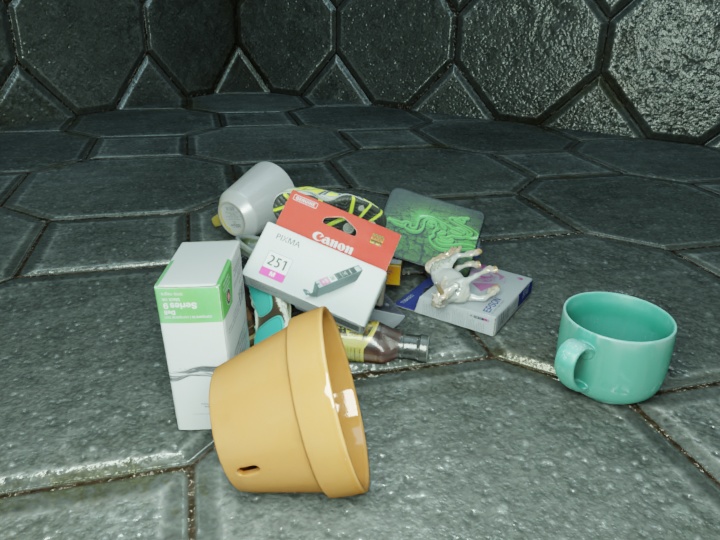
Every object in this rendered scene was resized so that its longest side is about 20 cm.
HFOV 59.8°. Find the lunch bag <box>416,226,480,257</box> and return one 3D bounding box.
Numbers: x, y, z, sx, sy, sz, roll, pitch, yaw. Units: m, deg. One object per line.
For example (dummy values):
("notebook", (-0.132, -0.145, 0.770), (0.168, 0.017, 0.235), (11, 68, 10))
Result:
("lunch bag", (0.157, -0.068, 1.307), (0.156, 0.078, 0.200), (-6, 12, -7))

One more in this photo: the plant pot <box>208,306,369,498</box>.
("plant pot", (-0.079, 0.157, 0.693), (0.136, 0.204, 0.201), (-16, 23, 4))

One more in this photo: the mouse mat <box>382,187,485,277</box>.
("mouse mat", (0.130, -0.076, 1.201), (0.195, 0.008, 0.164), (17, 59, 9))

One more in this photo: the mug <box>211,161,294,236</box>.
("mug", (-0.251, -0.137, 1.438), (0.149, 0.188, 0.153), (41, 43, 7))

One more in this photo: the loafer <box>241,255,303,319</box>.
("loafer", (-0.164, 0.052, 1.057), (0.072, 0.072, 0.199), (-16, 46, -41))

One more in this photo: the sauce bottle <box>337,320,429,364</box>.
("sauce bottle", (0.006, 0.106, 0.947), (0.194, 0.068, 0.066), (5, 23, 8))

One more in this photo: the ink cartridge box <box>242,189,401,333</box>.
("ink cartridge box", (-0.052, -0.025, 0.937), (0.196, 0.044, 0.177), (22, 68, 5))

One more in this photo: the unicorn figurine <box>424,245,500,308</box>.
("unicorn figurine", (0.165, 0.017, 1.068), (0.134, 0.076, 0.200), (-16, 13, -9))

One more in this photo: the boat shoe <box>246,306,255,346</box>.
("boat shoe", (-0.244, 0.063, 1.023), (0.197, 0.069, 0.071), (18, 28, 34))

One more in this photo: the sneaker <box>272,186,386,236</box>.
("sneaker", (-0.049, -0.107, 1.057), (0.195, 0.077, 0.077), (13, 25, -13))

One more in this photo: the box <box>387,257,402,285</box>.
("box", (0.025, -0.015, 1.222), (0.116, 0.043, 0.200), (4, 10, 6))

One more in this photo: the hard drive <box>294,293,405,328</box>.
("hard drive", (-0.035, 0.043, 1.042), (0.196, 0.043, 0.135), (15, 16, -27))

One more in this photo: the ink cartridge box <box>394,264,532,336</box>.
("ink cartridge box", (0.190, 0.037, 1.145), (0.196, 0.044, 0.195), (17, 28, 28))

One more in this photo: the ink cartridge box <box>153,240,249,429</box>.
("ink cartridge box", (-0.198, 0.082, 0.818), (0.082, 0.205, 0.147), (-2, 23, -1))

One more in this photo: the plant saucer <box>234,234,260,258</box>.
("plant saucer", (-0.146, -0.008, 1.168), (0.196, 0.051, 0.200), (22, 8, -3))

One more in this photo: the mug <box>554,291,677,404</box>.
("mug", (0.339, 0.115, 0.883), (0.180, 0.117, 0.153), (-1, 24, -4))

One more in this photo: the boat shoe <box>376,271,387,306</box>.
("boat shoe", (0.000, 0.000, 1.037), (0.070, 0.078, 0.201), (1, 23, -10))

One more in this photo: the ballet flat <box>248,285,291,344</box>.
("ballet flat", (-0.124, 0.078, 0.943), (0.070, 0.072, 0.204), (-4, 55, -13))
